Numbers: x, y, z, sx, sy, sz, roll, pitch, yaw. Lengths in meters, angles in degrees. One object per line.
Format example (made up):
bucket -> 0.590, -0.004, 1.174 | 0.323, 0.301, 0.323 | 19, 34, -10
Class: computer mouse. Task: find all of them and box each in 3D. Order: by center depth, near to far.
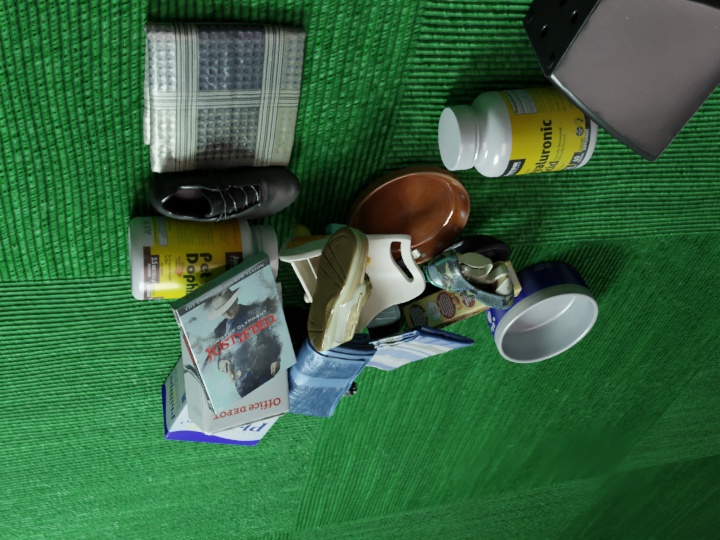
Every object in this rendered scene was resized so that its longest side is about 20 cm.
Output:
computer mouse -> 0.126, -0.024, 1.183 | 0.197, 0.047, 0.139 | -25, 150, 26

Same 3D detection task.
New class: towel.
towel -> -0.166, -0.207, 0.918 | 0.187, 0.035, 0.203 | -6, 137, -20
towel -> -0.061, 0.162, 1.178 | 0.109, 0.050, 0.201 | 9, 140, -23
towel -> 0.075, 0.134, 1.283 | 0.145, 0.024, 0.197 | 15, 153, -42

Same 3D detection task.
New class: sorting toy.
sorting toy -> 0.000, 0.000, 1.111 | 0.175, 0.109, 0.202 | -7, 137, 15

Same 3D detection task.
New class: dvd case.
dvd case -> -0.167, 0.089, 1.041 | 0.144, 0.022, 0.204 | -30, 132, -24

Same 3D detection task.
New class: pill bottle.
pill bottle -> 0.209, -0.186, 1.026 | 0.194, 0.113, 0.113 | -7, 140, -13
pill bottle -> -0.215, -0.020, 1.043 | 0.194, 0.111, 0.111 | -3, 139, -19

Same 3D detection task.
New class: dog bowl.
dog bowl -> 0.334, 0.080, 1.410 | 0.194, 0.080, 0.203 | -12, 140, -10

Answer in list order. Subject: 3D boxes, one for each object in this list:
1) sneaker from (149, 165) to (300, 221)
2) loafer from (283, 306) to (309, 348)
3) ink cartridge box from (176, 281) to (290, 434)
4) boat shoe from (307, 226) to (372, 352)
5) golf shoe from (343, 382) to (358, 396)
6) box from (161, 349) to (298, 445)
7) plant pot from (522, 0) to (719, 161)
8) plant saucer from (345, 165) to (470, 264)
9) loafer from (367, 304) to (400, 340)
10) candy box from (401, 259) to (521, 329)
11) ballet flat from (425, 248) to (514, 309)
sneaker -> -0.170, -0.093, 0.979 | 0.194, 0.091, 0.078 | -10, 107, -15
loafer -> -0.091, 0.106, 1.273 | 0.194, 0.074, 0.073 | -1, 143, -19
ink cartridge box -> -0.189, 0.122, 1.136 | 0.143, 0.082, 0.206 | -8, 100, -31
boat shoe -> -0.021, 0.023, 1.034 | 0.065, 0.075, 0.203 | -7, 137, -30
golf shoe -> -0.071, 0.187, 1.345 | 0.092, 0.080, 0.200 | -1, 160, 16
box -> -0.220, 0.198, 1.296 | 0.180, 0.107, 0.201 | 13, 132, -33
plant pot -> 0.308, -0.288, 0.899 | 0.173, 0.203, 0.202 | 14, 132, -19
plant saucer -> 0.070, -0.081, 1.153 | 0.195, 0.033, 0.203 | -12, 141, -10
loafer -> 0.036, 0.067, 1.269 | 0.070, 0.064, 0.202 | 1, 149, 7
candy box -> 0.173, 0.052, 1.296 | 0.196, 0.057, 0.115 | -23, 169, 5
ballet flat -> 0.186, 0.011, 1.146 | 0.197, 0.075, 0.074 | 12, 133, -41
